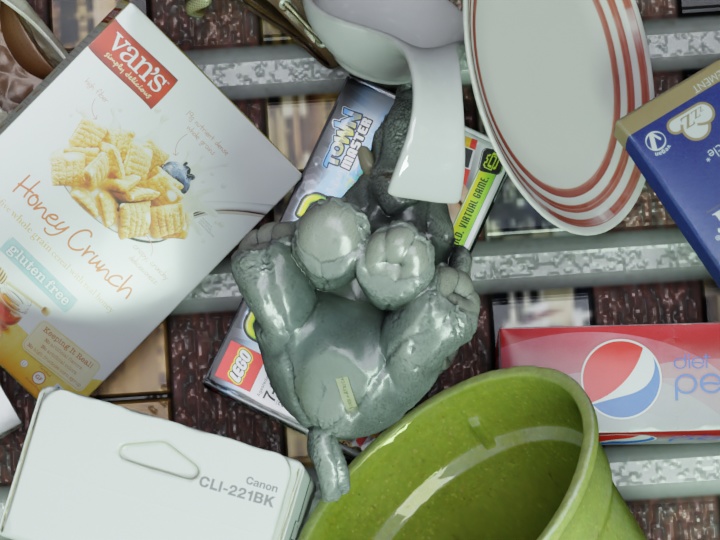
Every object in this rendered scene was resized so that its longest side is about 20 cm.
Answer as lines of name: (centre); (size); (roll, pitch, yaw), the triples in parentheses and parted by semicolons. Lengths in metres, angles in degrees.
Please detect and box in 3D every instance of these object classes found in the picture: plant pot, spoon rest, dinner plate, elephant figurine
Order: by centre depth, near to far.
plant pot: (0.091, 0.186, 1.470); (0.200, 0.200, 0.184); (-43, 116, -5)
spoon rest: (0.024, -0.115, 1.488); (0.099, 0.200, 0.061); (7, 124, -17)
elephant figurine: (0.013, 0.001, 1.509); (0.155, 0.200, 0.142); (-37, 98, 18)
dinner plate: (0.107, -0.117, 1.535); (0.024, 0.200, 0.201); (-10, 80, 33)

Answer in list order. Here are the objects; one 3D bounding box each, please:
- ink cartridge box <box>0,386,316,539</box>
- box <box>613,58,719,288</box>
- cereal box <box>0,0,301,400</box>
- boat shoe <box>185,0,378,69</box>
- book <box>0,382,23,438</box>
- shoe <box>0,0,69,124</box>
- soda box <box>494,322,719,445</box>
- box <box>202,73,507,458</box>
ink cartridge box: (-0.105, 0.128, 1.481); (0.144, 0.200, 0.084); (16, 83, 3)
box: (0.246, -0.030, 1.523); (0.121, 0.032, 0.200); (-31, 77, -7)
cereal box: (-0.152, -0.034, 1.555); (0.144, 0.040, 0.200); (44, 87, -14)
boat shoe: (-0.084, -0.184, 1.587); (0.202, 0.075, 0.075); (28, 82, 4)
book: (-0.313, 0.081, 1.573); (0.200, 0.048, 0.134); (-30, 85, -6)
shoe: (-0.199, -0.107, 1.588); (0.070, 0.053, 0.200); (-35, 86, -3)
soda box: (0.177, 0.065, 1.552); (0.199, 0.070, 0.064); (-2, 80, 1)
box: (0.000, 0.000, 1.581); (0.110, 0.035, 0.201); (24, 83, 4)
